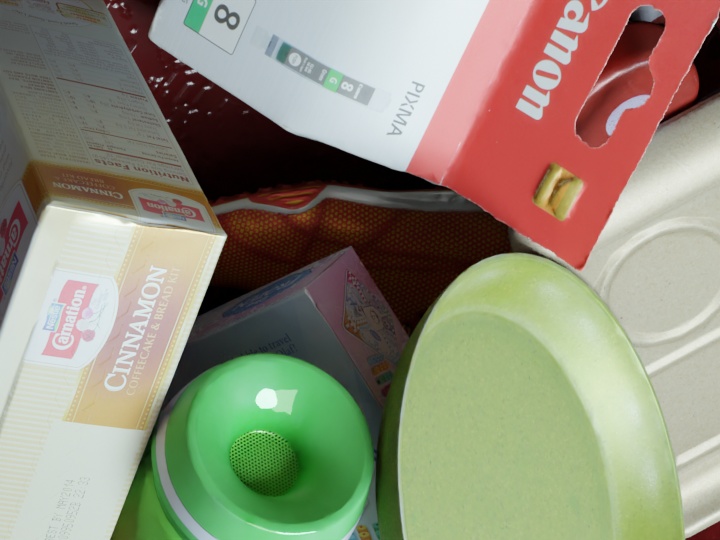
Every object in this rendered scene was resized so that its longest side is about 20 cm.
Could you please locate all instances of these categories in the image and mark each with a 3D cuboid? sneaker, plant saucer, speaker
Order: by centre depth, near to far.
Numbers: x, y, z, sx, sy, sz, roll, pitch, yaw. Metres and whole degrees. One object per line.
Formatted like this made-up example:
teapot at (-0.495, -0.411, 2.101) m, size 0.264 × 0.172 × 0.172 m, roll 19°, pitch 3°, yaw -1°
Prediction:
plant saucer at (0.063, 0.094, 1.066) m, size 0.031 × 0.200 × 0.200 m, roll -12°, pitch 138°, yaw 37°
speaker at (-0.063, 0.107, 1.068) m, size 0.088 × 0.088 × 0.200 m, roll 1°, pitch 152°, yaw -22°
sneaker at (0.000, 0.000, 1.163) m, size 0.200 × 0.073 × 0.077 m, roll 1°, pitch 88°, yaw 1°

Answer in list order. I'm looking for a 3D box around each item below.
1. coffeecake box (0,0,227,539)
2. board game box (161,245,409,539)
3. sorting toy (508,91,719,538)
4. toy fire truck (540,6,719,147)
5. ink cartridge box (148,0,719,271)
coffeecake box at (-0.133, -0.006, 1.055) m, size 0.073 × 0.200 × 0.154 m, roll 10°, pitch 118°, yaw -26°
board game box at (-0.029, 0.111, 1.156) m, size 0.200 × 0.043 × 0.199 m, roll -24°, pitch 104°, yaw 40°
sorting toy at (0.172, 0.004, 1.162) m, size 0.185 × 0.036 × 0.200 m, roll -28°, pitch 128°, yaw -1°
toy fire truck at (0.135, -0.098, 1.167) m, size 0.200 × 0.112 × 0.168 m, roll -32°, pitch 146°, yaw 2°
ink cartridge box at (0.031, -0.112, 1.066) m, size 0.050 × 0.200 × 0.161 m, roll -20°, pitch 140°, yaw -60°
